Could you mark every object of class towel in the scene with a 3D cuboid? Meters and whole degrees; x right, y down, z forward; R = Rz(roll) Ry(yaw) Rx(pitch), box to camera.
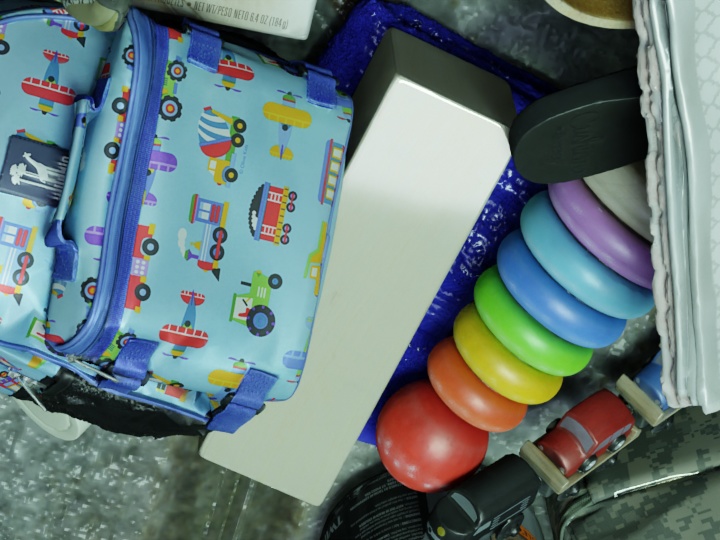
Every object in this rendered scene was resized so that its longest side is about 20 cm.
[{"bbox_3d":[0.014,-0.016,1.101,0.147,0.050,0.200,25,110,-19],"label":"towel"},{"bbox_3d":[0.203,-0.053,0.938,0.191,0.032,0.201,-17,114,-20],"label":"towel"}]

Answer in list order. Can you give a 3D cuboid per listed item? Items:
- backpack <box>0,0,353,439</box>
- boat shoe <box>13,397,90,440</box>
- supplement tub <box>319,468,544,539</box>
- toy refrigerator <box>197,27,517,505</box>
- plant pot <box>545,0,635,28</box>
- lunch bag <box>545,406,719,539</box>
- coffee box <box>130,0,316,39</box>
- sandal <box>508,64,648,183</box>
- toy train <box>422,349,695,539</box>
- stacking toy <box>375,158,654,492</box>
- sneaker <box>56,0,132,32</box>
[{"bbox_3d":[-0.124,-0.032,0.979,0.200,0.134,0.183,20,78,-27],"label":"backpack"},{"bbox_3d":[-0.169,-0.019,1.070,0.060,0.072,0.202,-39,106,-29],"label":"boat shoe"},{"bbox_3d":[0.043,0.194,1.117,0.122,0.200,0.123,-2,122,-4],"label":"supplement tub"},{"bbox_3d":[0.000,0.000,1.045,0.070,0.076,0.200,24,109,-11],"label":"toy refrigerator"},{"bbox_3d":[0.105,-0.232,0.916,0.186,0.200,0.187,-20,148,-13],"label":"plant pot"},{"bbox_3d":[0.197,0.155,1.140,0.199,0.168,0.140,-16,116,1],"label":"lunch bag"},{"bbox_3d":[-0.057,-0.212,0.979,0.114,0.080,0.201,9,114,-11],"label":"coffee box"},{"bbox_3d":[0.162,-0.068,0.972,0.199,0.045,0.075,-19,148,-2],"label":"sandal"},{"bbox_3d":[0.109,0.080,1.117,0.200,0.034,0.046,-31,153,-30],"label":"toy train"},{"bbox_3d":[0.078,0.028,1.066,0.085,0.085,0.200,31,112,-20],"label":"stacking toy"},{"bbox_3d":[-0.149,-0.158,0.923,0.088,0.200,0.077,-4,127,-32],"label":"sneaker"}]
